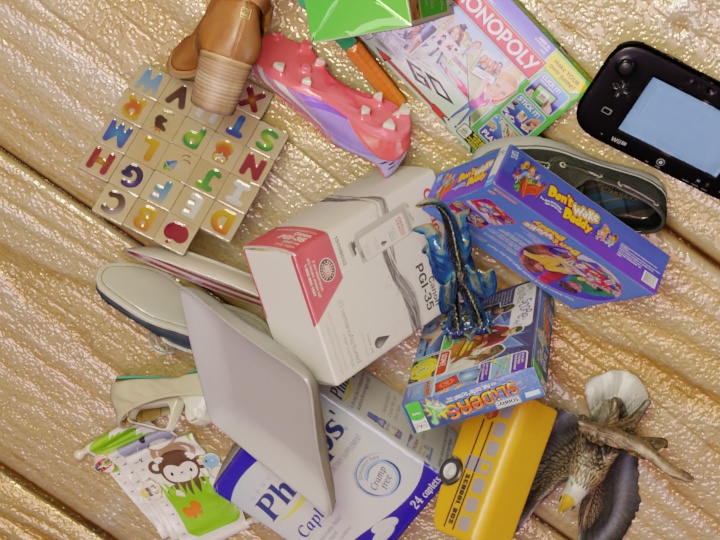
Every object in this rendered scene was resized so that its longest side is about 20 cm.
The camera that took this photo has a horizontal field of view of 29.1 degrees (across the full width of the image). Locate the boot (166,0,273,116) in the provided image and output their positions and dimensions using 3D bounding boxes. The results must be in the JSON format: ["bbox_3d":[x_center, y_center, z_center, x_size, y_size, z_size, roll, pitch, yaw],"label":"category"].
[{"bbox_3d":[-0.126,-0.242,1.304,0.077,0.200,0.155,16,105,-12],"label":"boot"}]

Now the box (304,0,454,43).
[{"bbox_3d":[0.007,-0.311,1.224,0.097,0.176,0.200,-5,101,19],"label":"box"}]

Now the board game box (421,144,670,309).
[{"bbox_3d":[0.176,-0.037,1.335,0.200,0.045,0.134,33,159,-20],"label":"board game box"}]

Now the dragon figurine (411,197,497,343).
[{"bbox_3d":[0.092,0.001,1.298,0.059,0.200,0.099,-18,67,-3],"label":"dragon figurine"}]

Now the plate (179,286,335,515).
[{"bbox_3d":[-0.095,0.124,1.378,0.200,0.032,0.200,32,143,36],"label":"plate"}]

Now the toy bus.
[{"bbox_3d":[0.142,0.185,1.433,0.065,0.078,0.200,29,79,-41],"label":"toy bus"}]

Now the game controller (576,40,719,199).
[{"bbox_3d":[0.308,-0.139,1.323,0.200,0.042,0.104,25,114,-8],"label":"game controller"}]

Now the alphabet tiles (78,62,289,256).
[{"bbox_3d":[-0.174,-0.118,1.377,0.166,0.200,0.006,27,159,0],"label":"alphabet tiles"}]

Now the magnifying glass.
[{"bbox_3d":[-0.021,-0.236,1.345,0.022,0.080,0.200,-33,114,14],"label":"magnifying glass"}]

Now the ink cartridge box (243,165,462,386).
[{"bbox_3d":[0.000,0.000,1.362,0.083,0.200,0.147,6,121,48],"label":"ink cartridge box"}]

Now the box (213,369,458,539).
[{"bbox_3d":[-0.028,0.209,1.518,0.200,0.105,0.184,34,115,-4],"label":"box"}]

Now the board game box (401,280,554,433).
[{"bbox_3d":[0.121,0.080,1.379,0.135,0.200,0.034,-19,110,19],"label":"board game box"}]

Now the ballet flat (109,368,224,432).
[{"bbox_3d":[-0.192,0.145,1.527,0.200,0.069,0.070,-9,112,30],"label":"ballet flat"}]

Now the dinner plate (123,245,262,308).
[{"bbox_3d":[-0.145,0.007,1.419,0.200,0.200,0.024,19,85,2],"label":"dinner plate"}]

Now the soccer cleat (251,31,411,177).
[{"bbox_3d":[-0.039,-0.164,1.365,0.200,0.067,0.077,31,136,14],"label":"soccer cleat"}]

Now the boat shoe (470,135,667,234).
[{"bbox_3d":[0.206,-0.081,1.354,0.200,0.057,0.069,11,123,-4],"label":"boat shoe"}]

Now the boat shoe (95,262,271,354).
[{"bbox_3d":[-0.195,0.053,1.499,0.200,0.075,0.062,20,139,-13],"label":"boat shoe"}]

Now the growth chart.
[{"bbox_3d":[-0.219,0.247,1.621,0.145,0.018,0.200,-36,103,22],"label":"growth chart"}]

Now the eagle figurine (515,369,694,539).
[{"bbox_3d":[0.236,0.214,1.475,0.152,0.151,0.200,63,153,24],"label":"eagle figurine"}]

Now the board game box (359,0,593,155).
[{"bbox_3d":[0.110,-0.209,1.349,0.200,0.029,0.135,44,115,-9],"label":"board game box"}]
